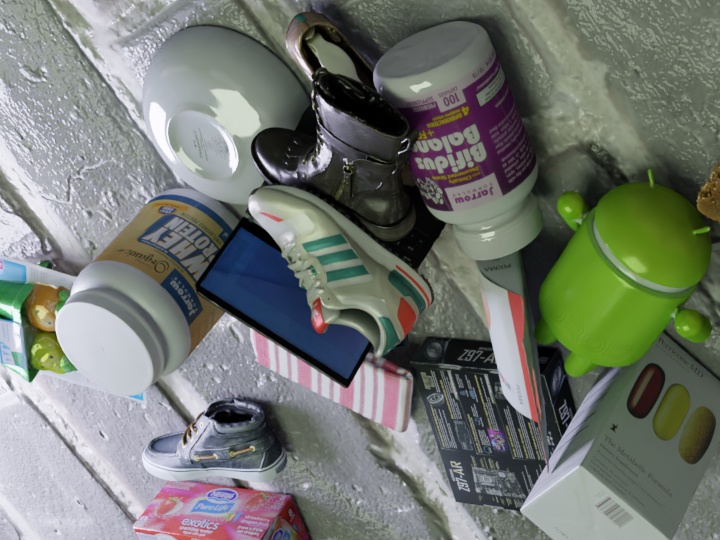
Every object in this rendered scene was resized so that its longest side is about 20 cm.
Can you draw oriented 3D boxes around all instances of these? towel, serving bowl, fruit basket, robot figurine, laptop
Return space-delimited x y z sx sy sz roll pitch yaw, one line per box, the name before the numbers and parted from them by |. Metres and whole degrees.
towel | -0.031 0.100 1.879 0.199 0.030 0.147 26 157 10
serving bowl | -0.142 -0.143 1.746 0.199 0.066 0.201 18 135 20
fruit basket | -0.352 0.076 2.066 0.199 0.094 0.186 19 135 16
robot figurine | 0.236 0.005 1.557 0.176 0.115 0.201 47 131 20
laptop | -0.030 -0.026 1.659 0.177 0.103 0.201 32 99 -1

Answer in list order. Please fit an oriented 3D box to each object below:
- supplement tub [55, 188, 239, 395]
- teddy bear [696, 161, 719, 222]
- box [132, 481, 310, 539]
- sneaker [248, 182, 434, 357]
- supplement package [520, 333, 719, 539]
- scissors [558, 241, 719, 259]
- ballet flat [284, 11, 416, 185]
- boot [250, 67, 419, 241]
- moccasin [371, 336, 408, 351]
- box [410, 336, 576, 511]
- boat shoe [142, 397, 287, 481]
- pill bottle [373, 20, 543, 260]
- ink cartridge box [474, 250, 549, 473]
supplement tub | -0.217 0.022 1.842 0.144 0.200 0.145 19 135 20
teddy bear | 0.386 -0.042 1.477 0.199 0.067 0.145 23 146 7
box | -0.170 0.335 2.161 0.199 0.096 0.100 2 128 33
sneaker | -0.032 0.002 1.610 0.199 0.094 0.070 35 157 -2
supplement package | 0.257 0.173 1.642 0.114 0.200 0.110 39 139 -3
scissors | 0.265 -0.016 1.610 0.073 0.014 0.200 50 139 -10
ballet flat | 0.001 -0.157 1.621 0.200 0.068 0.067 47 174 -10
boot | -0.024 -0.123 1.571 0.199 0.069 0.175 27 154 22
moccasin | 0.000 0.000 1.769 0.068 0.081 0.200 15 147 46
box | 0.153 0.167 1.827 0.159 0.044 0.201 3 128 33
boat shoe | -0.185 0.197 2.077 0.199 0.071 0.091 -2 124 28
pill bottle | 0.096 -0.114 1.571 0.112 0.112 0.201 -4 124 37
ink cartridge box | 0.141 0.071 1.640 0.050 0.201 0.163 -8 125 9
